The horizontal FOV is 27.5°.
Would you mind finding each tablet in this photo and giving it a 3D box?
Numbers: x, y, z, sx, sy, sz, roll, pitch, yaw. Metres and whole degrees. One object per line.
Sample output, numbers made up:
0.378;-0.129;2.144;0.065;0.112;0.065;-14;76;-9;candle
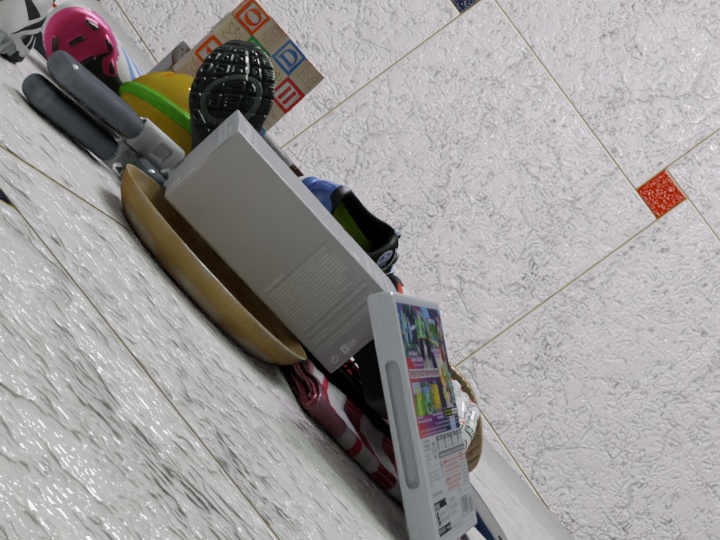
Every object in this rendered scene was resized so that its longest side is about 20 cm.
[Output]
0.081;0.193;1.395;0.131;0.014;0.200;59;-8;-28;tablet

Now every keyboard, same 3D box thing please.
0.010;0.110;1.306;0.200;0.040;0.104;48;-12;-15;keyboard

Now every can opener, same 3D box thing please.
-0.196;-0.108;1.185;0.067;0.053;0.200;49;2;32;can opener

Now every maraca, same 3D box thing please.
-0.150;-0.113;1.406;0.200;0.107;0.137;40;-8;-17;maraca

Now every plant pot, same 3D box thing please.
-0.117;0.002;1.117;0.200;0.027;0.200;47;2;-2;plant pot

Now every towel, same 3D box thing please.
0.010;0.143;1.195;0.200;0.023;0.144;47;2;-23;towel

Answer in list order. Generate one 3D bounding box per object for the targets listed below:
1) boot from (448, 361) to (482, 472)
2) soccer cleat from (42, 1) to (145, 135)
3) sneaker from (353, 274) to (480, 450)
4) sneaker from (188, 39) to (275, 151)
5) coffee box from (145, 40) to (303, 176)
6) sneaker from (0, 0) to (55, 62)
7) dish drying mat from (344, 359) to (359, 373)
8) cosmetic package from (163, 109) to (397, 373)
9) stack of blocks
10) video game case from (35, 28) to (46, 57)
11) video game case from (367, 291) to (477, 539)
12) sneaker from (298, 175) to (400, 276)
0.054;0.119;1.551;0.201;0.072;0.166;64;-14;-1;boot
-0.261;-0.203;1.438;0.087;0.069;0.200;59;0;35;soccer cleat
0.047;0.091;1.298;0.108;0.067;0.202;45;15;-24;sneaker
-0.124;-0.106;1.308;0.075;0.202;0.091;12;-13;-8;sneaker
-0.176;-0.152;1.721;0.200;0.114;0.080;49;1;9;coffee box
-0.278;-0.223;1.197;0.074;0.088;0.200;45;1;-14;sneaker
-0.005;0.118;1.498;0.077;0.018;0.200;49;1;3;dish drying mat
-0.063;-0.025;1.186;0.200;0.090;0.107;50;5;-16;cosmetic package
-0.151;-0.184;1.574;0.115;0.200;0.059;46;4;-15;stack of blocks
-0.342;-0.259;1.557;0.143;0.019;0.200;47;2;-25;video game case
0.048;0.111;1.097;0.200;0.023;0.184;16;64;-77;video game case
0.000;0.000;1.395;0.089;0.079;0.201;5;-46;49;sneaker
